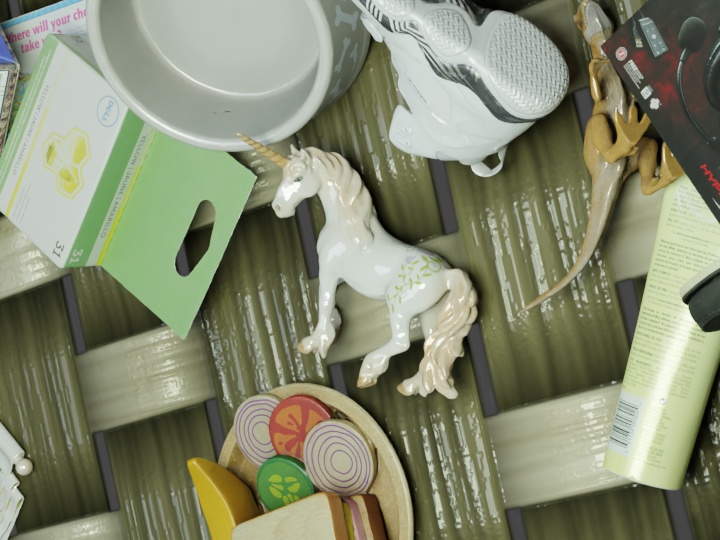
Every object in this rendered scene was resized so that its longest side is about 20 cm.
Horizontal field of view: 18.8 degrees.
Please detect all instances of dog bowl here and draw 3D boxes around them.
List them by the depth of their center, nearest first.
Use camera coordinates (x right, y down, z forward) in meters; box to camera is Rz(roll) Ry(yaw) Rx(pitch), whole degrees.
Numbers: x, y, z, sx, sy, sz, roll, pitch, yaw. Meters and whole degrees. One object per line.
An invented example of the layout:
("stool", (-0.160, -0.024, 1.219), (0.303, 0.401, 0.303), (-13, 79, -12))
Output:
("dog bowl", (-0.096, -0.169, 1.477), (0.199, 0.059, 0.201), (9, 125, 12))

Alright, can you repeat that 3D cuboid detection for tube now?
("tube", (0.198, 0.032, 1.327), (0.058, 0.052, 0.201), (13, 95, -6))

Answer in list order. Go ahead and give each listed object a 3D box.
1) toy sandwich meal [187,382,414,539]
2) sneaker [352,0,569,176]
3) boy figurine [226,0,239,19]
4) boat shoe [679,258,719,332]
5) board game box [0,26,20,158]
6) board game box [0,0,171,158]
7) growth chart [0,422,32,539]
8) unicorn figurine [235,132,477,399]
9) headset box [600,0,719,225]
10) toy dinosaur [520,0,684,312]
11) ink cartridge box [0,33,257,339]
("toy sandwich meal", (-0.046, 0.180, 1.522), (0.205, 0.070, 0.206), (4, 96, 39))
("sneaker", (0.033, -0.144, 1.393), (0.200, 0.075, 0.115), (40, 143, 7))
("boy figurine", (-0.123, -0.265, 1.559), (0.200, 0.064, 0.125), (44, 121, 25))
("boat shoe", (0.275, 0.001, 1.232), (0.201, 0.074, 0.063), (-20, 76, 28))
("board game box", (-0.364, -0.105, 1.664), (0.097, 0.159, 0.200), (60, 144, 37))
("board game box", (-0.216, -0.137, 1.663), (0.200, 0.034, 0.135), (-12, 86, 40))
("growth chart", (-0.334, 0.195, 1.797), (0.145, 0.018, 0.200), (35, 113, 33))
("unicorn figurine", (0.000, 0.000, 1.480), (0.200, 0.074, 0.138), (22, 107, 19))
("headset box", (0.259, -0.133, 1.237), (0.200, 0.077, 0.149), (-43, 65, 31))
("toy dinosaur", (0.157, -0.067, 1.354), (0.106, 0.060, 0.201), (-173, 89, -69))
("ink cartridge box", (-0.178, -0.062, 1.586), (0.200, 0.048, 0.146), (41, 117, 32))
